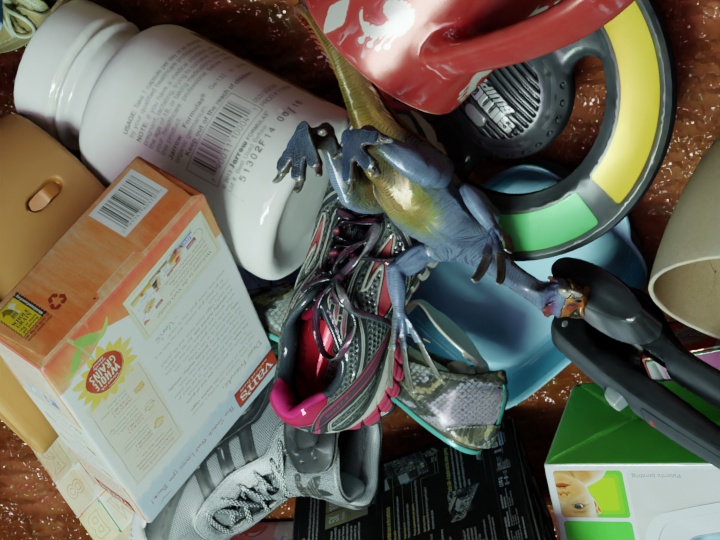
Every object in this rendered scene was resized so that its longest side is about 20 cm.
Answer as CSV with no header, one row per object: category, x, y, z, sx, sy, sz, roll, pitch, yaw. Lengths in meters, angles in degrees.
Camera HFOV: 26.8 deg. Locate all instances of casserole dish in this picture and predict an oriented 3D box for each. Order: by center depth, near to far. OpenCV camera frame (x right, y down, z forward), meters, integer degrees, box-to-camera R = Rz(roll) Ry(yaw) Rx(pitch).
casserole dish,0.097,0.007,0.962,0.121,0.039,0.200,40,127,-4

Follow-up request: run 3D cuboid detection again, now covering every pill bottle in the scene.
pill bottle,-0.110,-0.087,0.940,0.199,0.114,0.115,28,127,16

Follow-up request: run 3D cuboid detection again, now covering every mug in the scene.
mug,0.067,-0.179,0.758,0.133,0.178,0.200,38,117,-11

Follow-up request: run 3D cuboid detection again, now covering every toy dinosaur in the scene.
toy dinosaur,0.053,-0.039,0.826,0.181,0.201,0.105,17,159,-41

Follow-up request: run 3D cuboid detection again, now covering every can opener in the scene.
can opener,0.177,0.067,0.853,0.064,0.078,0.200,-54,50,9

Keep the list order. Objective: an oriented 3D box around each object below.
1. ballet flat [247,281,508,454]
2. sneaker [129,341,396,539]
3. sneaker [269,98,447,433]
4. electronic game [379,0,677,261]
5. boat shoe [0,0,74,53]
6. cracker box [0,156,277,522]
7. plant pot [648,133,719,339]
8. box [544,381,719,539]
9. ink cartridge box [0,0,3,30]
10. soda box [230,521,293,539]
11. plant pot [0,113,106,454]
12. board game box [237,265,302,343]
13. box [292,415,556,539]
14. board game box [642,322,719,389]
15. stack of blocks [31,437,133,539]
ballet flat,0.011,0.041,0.961,0.200,0.072,0.072,29,128,22
sneaker,-0.061,0.137,0.978,0.114,0.200,0.076,24,161,43
sneaker,0.000,0.000,0.880,0.080,0.075,0.201,14,98,31
electronic game,0.085,-0.104,0.870,0.199,0.042,0.201,8,107,27
boat shoe,-0.198,-0.198,0.946,0.200,0.063,0.073,-30,105,34
cracker box,-0.129,0.047,0.899,0.058,0.134,0.200,29,157,27
plant pot,0.262,-0.036,0.792,0.199,0.135,0.200,13,165,3
box,0.230,0.162,0.915,0.199,0.097,0.177,-3,116,24
ink cartridge box,-0.277,-0.196,0.939,0.068,0.201,0.116,18,135,-34
soda box,-0.027,0.232,1.130,0.199,0.070,0.064,-6,119,25
plant pot,-0.224,-0.002,0.957,0.200,0.140,0.200,40,164,14
board game box,-0.060,0.020,1.047,0.103,0.019,0.200,-33,103,36
box,0.044,0.195,0.955,0.163,0.200,0.087,-20,109,6
board game box,0.282,0.115,0.948,0.152,0.040,0.201,-12,114,28
stack of blocks,-0.174,0.108,1.088,0.200,0.115,0.059,52,126,9
